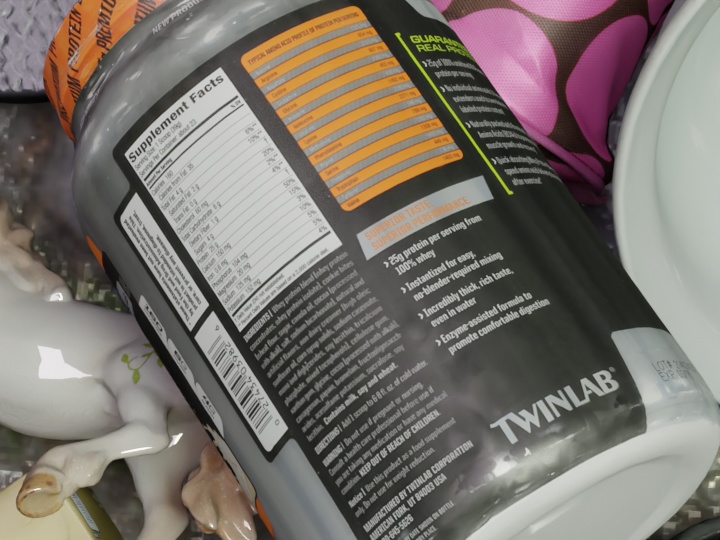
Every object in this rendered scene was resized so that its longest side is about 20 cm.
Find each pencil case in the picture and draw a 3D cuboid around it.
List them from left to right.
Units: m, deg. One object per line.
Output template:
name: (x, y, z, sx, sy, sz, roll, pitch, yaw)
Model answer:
pencil case: (0.089, -0.122, 0.896, 0.200, 0.094, 0.091, -59, 33, -6)

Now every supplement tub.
supplement tub: (0.000, 0.000, 0.788, 0.123, 0.123, 0.200, -33, 69, 0)

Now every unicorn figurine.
unicorn figurine: (-0.105, 0.025, 0.855, 0.200, 0.074, 0.137, 28, 47, 4)

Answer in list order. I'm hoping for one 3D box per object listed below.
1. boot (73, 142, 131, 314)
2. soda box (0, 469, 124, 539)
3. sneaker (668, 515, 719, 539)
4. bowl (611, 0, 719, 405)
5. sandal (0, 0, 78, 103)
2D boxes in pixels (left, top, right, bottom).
boot: (-0.021, 0.020, 0.896, 0.090, 0.073, 0.200, -26, 72, 15)
soda box: (-0.065, 0.162, 0.866, 0.068, 0.064, 0.200, -34, 75, -1)
sneaker: (0.066, 0.119, 0.839, 0.200, 0.099, 0.071, -22, 78, 4)
bowl: (0.166, -0.050, 0.810, 0.201, 0.201, 0.090, -15, 34, 4)
sandal: (-0.064, -0.100, 0.939, 0.200, 0.043, 0.076, -11, 84, -5)
